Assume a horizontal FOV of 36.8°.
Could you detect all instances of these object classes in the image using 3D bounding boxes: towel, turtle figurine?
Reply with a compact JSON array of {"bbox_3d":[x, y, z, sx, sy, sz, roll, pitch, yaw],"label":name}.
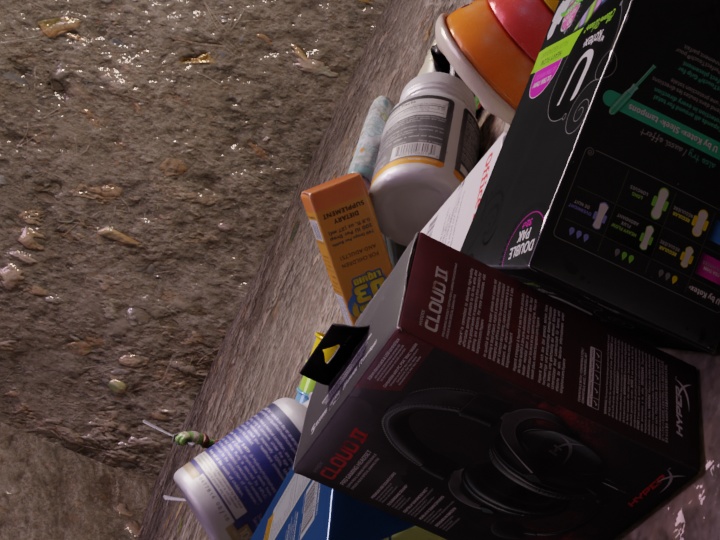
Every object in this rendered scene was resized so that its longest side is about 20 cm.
[{"bbox_3d":[0.025,-0.088,1.354,0.172,0.047,0.202,-79,-17,-49],"label":"towel"},{"bbox_3d":[-0.285,0.361,1.911,0.194,0.197,0.146,-159,78,-71],"label":"turtle figurine"}]

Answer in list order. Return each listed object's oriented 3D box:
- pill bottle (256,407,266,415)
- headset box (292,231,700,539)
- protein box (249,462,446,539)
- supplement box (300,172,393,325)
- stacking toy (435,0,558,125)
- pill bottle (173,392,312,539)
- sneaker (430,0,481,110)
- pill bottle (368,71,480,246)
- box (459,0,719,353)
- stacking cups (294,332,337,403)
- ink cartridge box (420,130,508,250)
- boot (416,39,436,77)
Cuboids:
[{"bbox_3d":[-0.094,0.266,1.252,0.116,0.115,0.202,-56,14,44],"label":"pill bottle"},{"bbox_3d":[0.064,0.080,0.610,0.149,0.198,0.078,-55,14,43],"label":"headset box"},{"bbox_3d":[-0.003,0.233,0.800,0.199,0.133,0.201,-86,22,-60],"label":"protein box"},{"bbox_3d":[0.000,0.000,1.175,0.069,0.066,0.203,-152,42,-76],"label":"supplement box"},{"bbox_3d":[0.182,-0.245,1.024,0.200,0.146,0.147,-42,19,22],"label":"stacking toy"},{"bbox_3d":[-0.084,0.206,1.140,0.199,0.121,0.120,-34,2,-16],"label":"pill bottle"},{"bbox_3d":[0.134,-0.281,1.365,0.077,0.083,0.202,147,145,-71],"label":"sneaker"},{"bbox_3d":[0.078,-0.131,1.239,0.117,0.115,0.202,-56,14,43],"label":"pill bottle"},{"bbox_3d":[0.161,-0.069,0.648,0.148,0.123,0.202,180,113,-79],"label":"box"},{"bbox_3d":[-0.067,0.189,1.469,0.060,0.060,0.203,-160,90,-80],"label":"stacking cups"},{"bbox_3d":[0.100,0.002,0.919,0.200,0.083,0.147,129,161,-57],"label":"ink cartridge box"},{"bbox_3d":[0.104,-0.239,1.478,0.156,0.071,0.200,-64,10,3],"label":"boot"}]
